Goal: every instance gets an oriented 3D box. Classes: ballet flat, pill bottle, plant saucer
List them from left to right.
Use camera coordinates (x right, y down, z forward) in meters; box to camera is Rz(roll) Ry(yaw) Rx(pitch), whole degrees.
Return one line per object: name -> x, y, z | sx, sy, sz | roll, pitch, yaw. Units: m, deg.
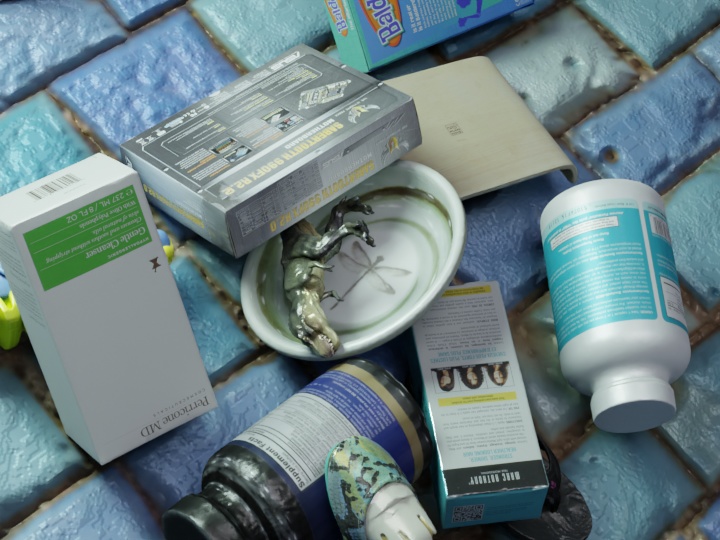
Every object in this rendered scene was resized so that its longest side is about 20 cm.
pill bottle -> -0.049, 0.162, 1.384 | 0.200, 0.112, 0.112 | -35, 77, -30
plant saucer -> 0.000, 0.000, 1.488 | 0.199, 0.050, 0.201 | -16, 46, 17
ballet flat -> 0.035, 0.210, 1.346 | 0.074, 0.074, 0.201 | -40, 122, -31
pill bottle -> 0.217, 0.032, 1.542 | 0.110, 0.111, 0.201 | 4, 61, -16

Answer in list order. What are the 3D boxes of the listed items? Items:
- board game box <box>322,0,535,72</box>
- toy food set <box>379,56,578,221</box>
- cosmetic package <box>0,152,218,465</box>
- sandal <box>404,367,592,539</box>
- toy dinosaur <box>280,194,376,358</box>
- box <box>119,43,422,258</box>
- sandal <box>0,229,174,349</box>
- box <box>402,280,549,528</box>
board game box -> 0.053, -0.283, 1.659 | 0.199, 0.045, 0.153 | -24, 105, -28
toy food set -> 0.076, -0.105, 1.611 | 0.199, 0.061, 0.144 | -18, 58, -27
cosmetic package -> -0.194, 0.028, 1.359 | 0.107, 0.085, 0.201 | -27, 114, -20
sandal -> 0.112, 0.146, 1.482 | 0.075, 0.048, 0.201 | -36, 76, -31
toy dinosaur -> -0.032, -0.022, 1.460 | 0.088, 0.047, 0.201 | -31, 40, 13
box -> -0.074, -0.104, 1.503 | 0.200, 0.049, 0.158 | -33, 42, -25
sandal -> -0.242, -0.001, 1.433 | 0.199, 0.080, 0.087 | -17, 65, -27
box -> 0.088, 0.104, 1.456 | 0.082, 0.049, 0.201 | -5, 53, -7
